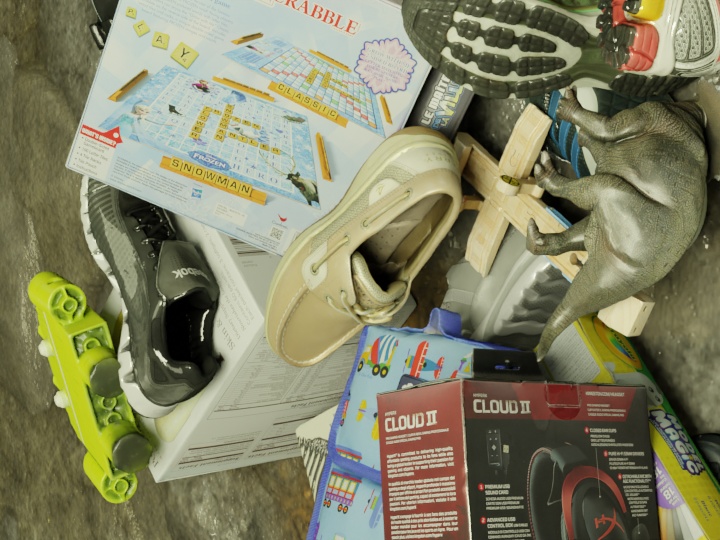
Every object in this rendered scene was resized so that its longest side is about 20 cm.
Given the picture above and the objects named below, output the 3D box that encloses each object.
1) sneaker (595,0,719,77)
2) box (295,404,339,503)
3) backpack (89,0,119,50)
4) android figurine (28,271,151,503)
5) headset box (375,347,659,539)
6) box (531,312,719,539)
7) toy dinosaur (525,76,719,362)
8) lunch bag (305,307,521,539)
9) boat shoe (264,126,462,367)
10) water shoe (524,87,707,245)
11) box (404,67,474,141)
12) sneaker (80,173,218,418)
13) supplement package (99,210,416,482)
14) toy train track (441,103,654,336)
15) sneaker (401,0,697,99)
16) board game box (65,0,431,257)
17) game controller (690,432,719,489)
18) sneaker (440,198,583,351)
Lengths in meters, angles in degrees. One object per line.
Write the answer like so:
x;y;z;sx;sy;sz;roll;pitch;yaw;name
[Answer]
0.183;-0.200;0.751;0.078;0.081;0.203;162;118;-78;sneaker
0.022;0.197;1.025;0.082;0.068;0.202;-34;67;46;box
-0.073;-0.188;1.004;0.150;0.200;0.179;-12;109;47;backpack
-0.217;0.088;1.087;0.200;0.041;0.184;26;132;60;android figurine
0.089;0.142;0.748;0.075;0.147;0.203;-16;74;50;headset box
0.152;0.136;0.825;0.118;0.048;0.201;-53;45;34;box
0.150;-0.042;0.759;0.101;0.077;0.201;19;69;27;toy dinosaur
0.047;0.126;0.877;0.150;0.093;0.203;6;87;56;lunch bag
0.000;0.000;0.892;0.200;0.072;0.065;-51;34;30;boat shoe
0.152;-0.089;0.866;0.079;0.071;0.202;112;140;-62;water shoe
0.056;-0.132;0.938;0.110;0.034;0.201;-79;12;-59;box
-0.141;0.000;0.977;0.090;0.066;0.202;-17;84;45;sneaker
-0.090;0.039;1.082;0.201;0.150;0.153;-55;54;37;supplement package
0.103;-0.027;0.843;0.200;0.032;0.116;48;127;43;toy train track
0.114;-0.155;0.813;0.077;0.198;0.089;115;151;-48;sneaker
-0.069;-0.118;0.894;0.041;0.198;0.201;-78;13;-59;board game box
0.177;0.175;0.872;0.199;0.042;0.105;-32;83;47;game controller
0.086;0.032;0.949;0.200;0.074;0.082;-51;43;30;sneaker
